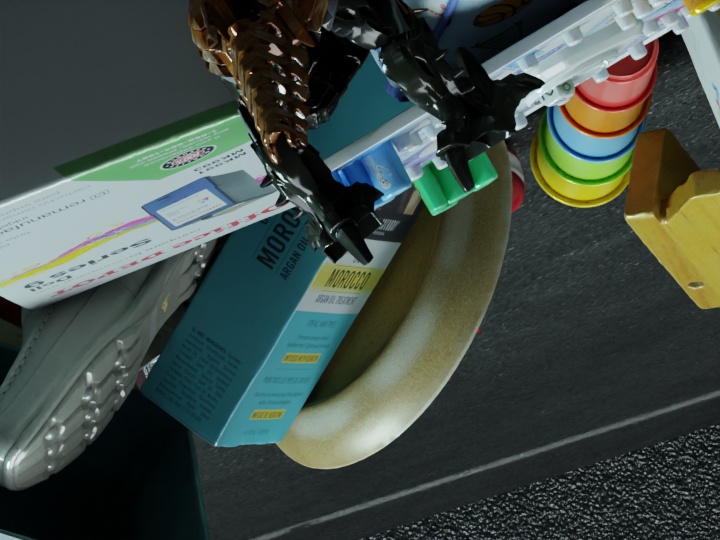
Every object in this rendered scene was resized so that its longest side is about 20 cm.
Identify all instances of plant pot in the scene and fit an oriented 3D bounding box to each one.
[{"bbox_3d":[-0.181,0.158,1.364,0.141,0.141,0.200,21,119,-23],"label":"plant pot"},{"bbox_3d":[0.000,0.000,1.447,0.027,0.200,0.200,24,144,-31],"label":"plant pot"}]

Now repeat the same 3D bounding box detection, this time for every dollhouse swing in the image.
[{"bbox_3d":[0.258,-0.090,1.542,0.200,0.176,0.182,-9,154,23],"label":"dollhouse swing"}]

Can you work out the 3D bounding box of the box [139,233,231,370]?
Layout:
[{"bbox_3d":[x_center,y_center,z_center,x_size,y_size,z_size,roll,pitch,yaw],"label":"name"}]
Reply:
[{"bbox_3d":[-0.135,0.017,1.468,0.200,0.068,0.082,-37,-163,54],"label":"box"}]

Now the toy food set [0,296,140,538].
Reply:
[{"bbox_3d":[-0.195,0.084,1.464,0.200,0.198,0.049,-3,-143,23],"label":"toy food set"}]

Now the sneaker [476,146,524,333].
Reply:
[{"bbox_3d":[0.040,-0.007,1.617,0.078,0.116,0.200,-28,167,34],"label":"sneaker"}]

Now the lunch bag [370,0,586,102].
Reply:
[{"bbox_3d":[0.083,-0.141,1.155,0.160,0.076,0.200,-19,170,-17],"label":"lunch bag"}]

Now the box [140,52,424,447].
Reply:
[{"bbox_3d":[-0.021,-0.013,1.375,0.200,0.049,0.082,-59,161,10],"label":"box"}]

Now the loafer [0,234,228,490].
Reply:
[{"bbox_3d":[-0.125,0.015,1.318,0.200,0.070,0.070,-58,166,-38],"label":"loafer"}]

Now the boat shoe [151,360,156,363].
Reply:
[{"bbox_3d":[-0.114,0.023,1.606,0.201,0.070,0.072,-26,165,18],"label":"boat shoe"}]

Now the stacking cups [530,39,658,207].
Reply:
[{"bbox_3d":[0.131,-0.088,1.542,0.060,0.061,0.200,-18,168,-8],"label":"stacking cups"}]

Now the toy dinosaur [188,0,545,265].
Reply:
[{"bbox_3d":[-0.022,-0.076,1.039,0.102,0.136,0.200,-28,-161,36],"label":"toy dinosaur"}]

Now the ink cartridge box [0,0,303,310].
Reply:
[{"bbox_3d":[-0.106,-0.057,1.183,0.145,0.088,0.200,-21,171,4],"label":"ink cartridge box"}]

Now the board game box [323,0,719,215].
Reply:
[{"bbox_3d":[0.086,-0.078,1.187,0.200,0.026,0.200,-31,175,13],"label":"board game box"}]

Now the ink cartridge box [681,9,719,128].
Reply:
[{"bbox_3d":[0.237,-0.075,1.356,0.129,0.200,0.125,-21,157,3],"label":"ink cartridge box"}]

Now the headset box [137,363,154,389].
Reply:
[{"bbox_3d":[-0.123,0.056,1.739,0.200,0.077,0.149,-22,169,15],"label":"headset box"}]
